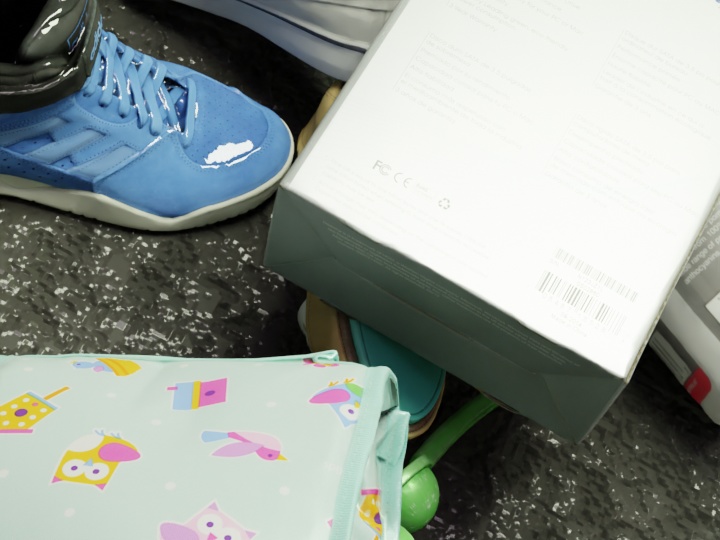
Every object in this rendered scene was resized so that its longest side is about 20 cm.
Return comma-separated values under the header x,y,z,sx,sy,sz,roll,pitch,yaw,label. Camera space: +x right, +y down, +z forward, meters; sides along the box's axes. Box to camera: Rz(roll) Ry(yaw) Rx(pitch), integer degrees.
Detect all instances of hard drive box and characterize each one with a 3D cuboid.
x,y,z,sx,sy,sz,roll,pitch,yaw,label
0.075,-0.056,0.744,0.155,0.077,0.201,30,64,5,hard drive box

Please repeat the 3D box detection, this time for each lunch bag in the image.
x,y,z,sx,sy,sz,roll,pitch,yaw,label
-0.073,0.116,0.635,0.168,0.123,0.201,0,51,10,lunch bag

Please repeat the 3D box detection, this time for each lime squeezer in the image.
x,y,z,sx,sy,sz,roll,pitch,yaw,label
0.030,0.108,0.731,0.070,0.038,0.201,7,40,-3,lime squeezer

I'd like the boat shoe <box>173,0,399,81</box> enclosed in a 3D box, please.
x,y,z,sx,sy,sz,roll,pitch,yaw,label
-0.050,-0.156,0.851,0.199,0.066,0.072,33,45,31,boat shoe

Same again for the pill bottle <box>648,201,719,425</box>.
x,y,z,sx,sy,sz,roll,pitch,yaw,label
0.152,-0.035,0.852,0.110,0.111,0.201,-29,73,-33,pill bottle

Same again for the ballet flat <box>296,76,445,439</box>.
x,y,z,sx,sy,sz,roll,pitch,yaw,label
0.000,0.000,0.805,0.068,0.063,0.201,27,44,-31,ballet flat

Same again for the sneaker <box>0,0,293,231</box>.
x,y,z,sx,sy,sz,roll,pitch,yaw,label
-0.115,-0.082,0.784,0.198,0.111,0.077,8,56,-16,sneaker
